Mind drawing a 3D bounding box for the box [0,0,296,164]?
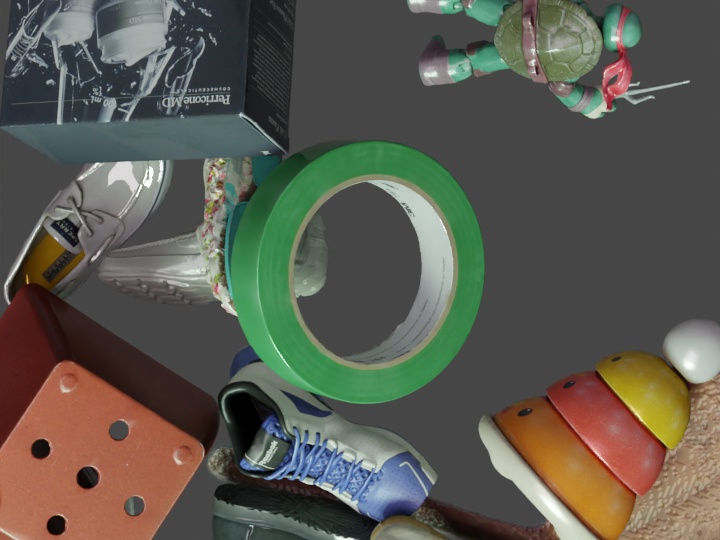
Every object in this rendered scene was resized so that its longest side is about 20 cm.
[{"bbox_3d":[-0.157,-0.184,1.273,0.200,0.104,0.182,-2,78,17],"label":"box"}]

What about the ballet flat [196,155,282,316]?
[{"bbox_3d":[-0.098,-0.051,1.316,0.064,0.076,0.200,-18,57,40],"label":"ballet flat"}]

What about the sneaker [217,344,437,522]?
[{"bbox_3d":[-0.044,0.149,1.362,0.199,0.115,0.081,37,113,4],"label":"sneaker"}]

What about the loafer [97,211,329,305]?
[{"bbox_3d":[-0.120,-0.012,1.374,0.200,0.070,0.070,-2,68,16],"label":"loafer"}]

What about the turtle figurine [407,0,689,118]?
[{"bbox_3d":[0.138,-0.181,1.229,0.200,0.101,0.150,4,106,22],"label":"turtle figurine"}]

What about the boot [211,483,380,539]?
[{"bbox_3d":[-0.059,0.296,1.433,0.165,0.066,0.200,12,105,22],"label":"boot"}]

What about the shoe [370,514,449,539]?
[{"bbox_3d":[0.100,0.261,1.355,0.200,0.053,0.070,22,110,-12],"label":"shoe"}]

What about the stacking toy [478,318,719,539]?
[{"bbox_3d":[0.204,0.110,1.291,0.200,0.146,0.146,-43,90,3],"label":"stacking toy"}]

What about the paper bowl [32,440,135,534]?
[{"bbox_3d":[-0.308,0.222,1.471,0.201,0.104,0.201,4,105,16],"label":"paper bowl"}]

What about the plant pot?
[{"bbox_3d":[-0.226,0.149,1.320,0.200,0.176,0.200,35,84,-17],"label":"plant pot"}]

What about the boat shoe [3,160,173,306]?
[{"bbox_3d":[-0.232,-0.040,1.391,0.071,0.070,0.200,46,113,1],"label":"boat shoe"}]

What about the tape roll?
[{"bbox_3d":[0.000,0.000,1.274,0.048,0.200,0.200,9,114,59],"label":"tape roll"}]
